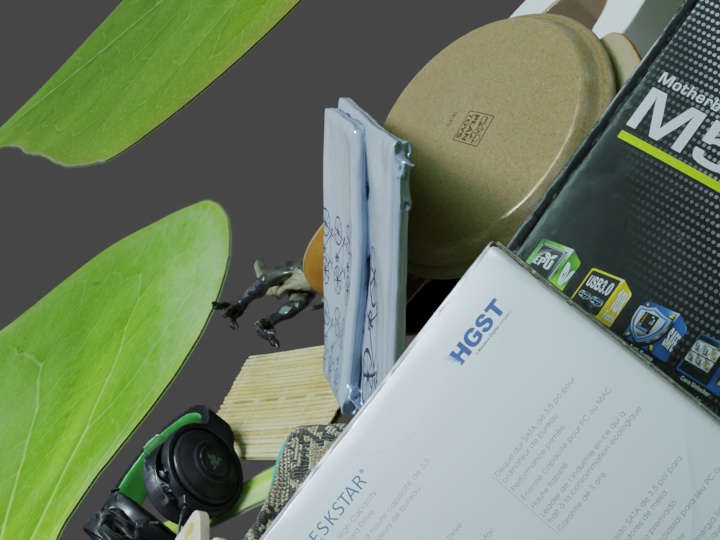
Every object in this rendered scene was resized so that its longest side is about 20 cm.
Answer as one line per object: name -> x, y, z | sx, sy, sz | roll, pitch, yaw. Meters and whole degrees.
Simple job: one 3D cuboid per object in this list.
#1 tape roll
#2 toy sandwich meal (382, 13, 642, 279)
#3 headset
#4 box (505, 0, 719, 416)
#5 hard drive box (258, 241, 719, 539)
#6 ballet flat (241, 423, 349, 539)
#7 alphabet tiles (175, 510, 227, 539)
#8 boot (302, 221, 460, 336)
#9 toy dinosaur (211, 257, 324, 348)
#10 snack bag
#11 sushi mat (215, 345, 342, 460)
tape roll -> 0.148, -0.157, 1.208 | 0.203, 0.037, 0.203 | -41, 21, 20
toy sandwich meal -> 0.094, -0.073, 1.047 | 0.204, 0.070, 0.206 | -26, 47, 31
headset -> -0.146, 0.156, 1.176 | 0.124, 0.094, 0.200 | -46, 19, 9
box -> 0.184, -0.015, 0.698 | 0.199, 0.048, 0.194 | 34, 82, 25
hard drive box -> 0.083, 0.113, 0.623 | 0.156, 0.200, 0.077 | -51, -24, 3
ballet flat -> -0.033, 0.162, 0.986 | 0.075, 0.068, 0.201 | -14, 34, 32
alphabet tiles -> -0.111, 0.242, 0.949 | 0.197, 0.014, 0.200 | -96, 30, -44
boot -> 0.028, -0.003, 1.135 | 0.201, 0.071, 0.144 | -32, 26, 29
toy dinosaur -> -0.062, 0.016, 1.324 | 0.088, 0.048, 0.200 | -42, 15, -25
snack bag -> 0.000, 0.000, 1.042 | 0.200, 0.021, 0.190 | -130, 41, -73
sushi mat -> -0.056, 0.095, 1.213 | 0.200, 0.012, 0.096 | -12, 42, 59
